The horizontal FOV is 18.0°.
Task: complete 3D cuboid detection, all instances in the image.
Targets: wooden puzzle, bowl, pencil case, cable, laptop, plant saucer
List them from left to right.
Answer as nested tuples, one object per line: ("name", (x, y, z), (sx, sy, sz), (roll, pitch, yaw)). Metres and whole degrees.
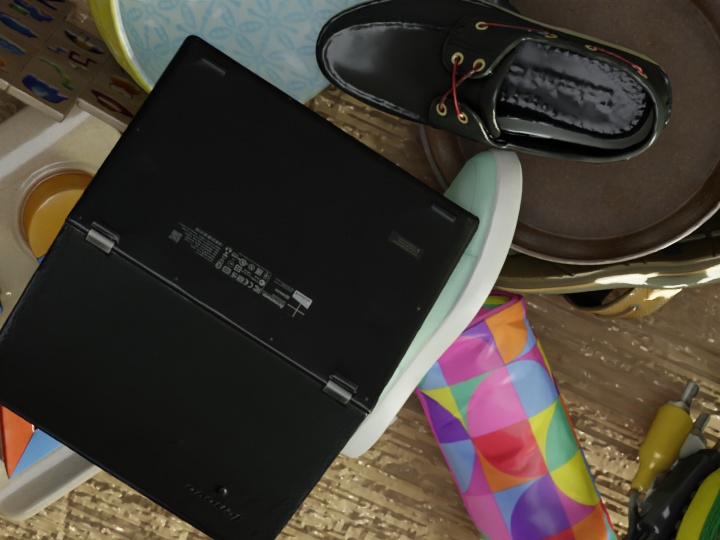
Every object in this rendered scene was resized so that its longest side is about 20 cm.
("wooden puzzle", (-0.178, 0.024, 1.275), (0.185, 0.046, 0.200), (-33, 112, 0))
("bowl", (-0.084, -0.191, 1.268), (0.200, 0.108, 0.200), (-18, 120, -34))
("laptop", (-0.074, 0.017, 1.227), (0.187, 0.116, 0.200), (33, 68, -5))
("pencil case", (0.090, 0.113, 1.342), (0.088, 0.088, 0.200), (-20, 97, 1))
("plant saucer", (0.133, -0.100, 1.312), (0.200, 0.034, 0.201), (-1, 82, 10))
("cable", (0.161, 0.159, 1.326), (0.200, 0.050, 0.097), (-41, 113, -27))

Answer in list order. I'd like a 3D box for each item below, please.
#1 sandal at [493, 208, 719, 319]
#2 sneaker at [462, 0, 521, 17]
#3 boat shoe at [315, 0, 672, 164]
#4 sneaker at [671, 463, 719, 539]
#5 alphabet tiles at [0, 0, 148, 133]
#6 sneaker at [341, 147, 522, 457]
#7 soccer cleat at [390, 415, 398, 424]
("sandal", (0.160, -0.001, 1.339), (0.200, 0.080, 0.054), (-2, 122, -6))
("sneaker", (0.092, -0.218, 1.289), (0.090, 0.066, 0.200), (24, 90, 9))
("boat shoe", (0.071, -0.107, 1.246), (0.201, 0.063, 0.074), (12, 106, 6))
("sneaker", (0.255, 0.110, 1.314), (0.078, 0.085, 0.200), (42, 59, -31))
("alphabet tiles", (-0.204, -0.141, 1.255), (0.200, 0.167, 0.008), (30, 111, -6))
("sneaker", (0.000, 0.000, 1.259), (0.118, 0.074, 0.201), (29, 105, -18))
("soccer cleat", (-0.025, 0.006, 1.334), (0.077, 0.069, 0.200), (-10, 105, -5))
